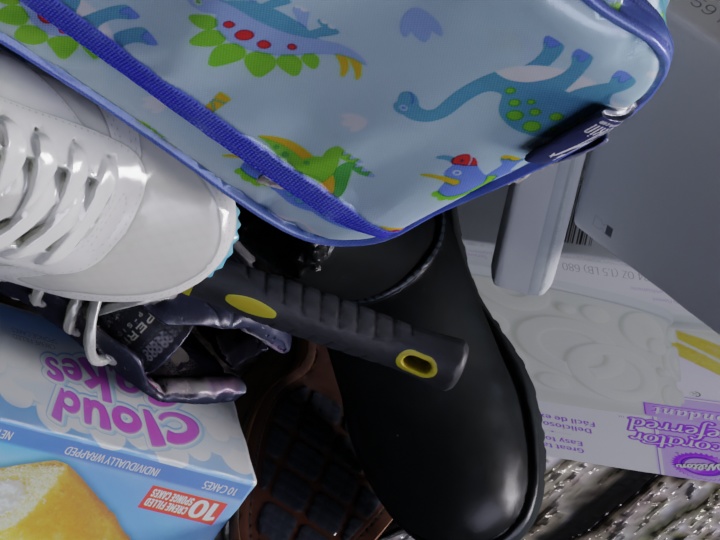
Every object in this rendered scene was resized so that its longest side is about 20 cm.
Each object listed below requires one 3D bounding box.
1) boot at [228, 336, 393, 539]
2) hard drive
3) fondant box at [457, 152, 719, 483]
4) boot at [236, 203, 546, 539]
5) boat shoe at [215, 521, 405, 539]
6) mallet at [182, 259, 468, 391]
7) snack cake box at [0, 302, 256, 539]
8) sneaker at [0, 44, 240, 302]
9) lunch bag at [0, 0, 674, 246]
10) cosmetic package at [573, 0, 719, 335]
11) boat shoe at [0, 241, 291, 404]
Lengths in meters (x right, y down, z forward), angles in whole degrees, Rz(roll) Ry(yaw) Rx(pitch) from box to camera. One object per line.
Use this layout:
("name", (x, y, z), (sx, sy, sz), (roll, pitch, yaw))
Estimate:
("boot", (-0.028, 0.080, 0.971), (0.097, 0.075, 0.200), (-48, -168, 37))
("hard drive", (0.086, -0.103, 0.872), (0.027, 0.132, 0.200), (15, 141, 4))
("fondant box", (0.113, 0.021, 1.044), (0.144, 0.058, 0.200), (8, 153, 16))
("boot", (0.001, 0.000, 0.857), (0.073, 0.199, 0.162), (-18, 162, 12))
("boat shoe", (-0.039, 0.122, 1.114), (0.201, 0.063, 0.074), (-28, 151, -8))
("mallet", (-0.056, -0.009, 0.759), (0.199, 0.041, 0.066), (14, 125, -8))
("snack cake box", (-0.154, 0.071, 0.870), (0.199, 0.067, 0.115), (17, 124, -31))
("sneaker", (-0.117, -0.032, 0.668), (0.199, 0.081, 0.077), (22, 109, -33))
("lunch bag", (-0.022, -0.093, 0.640), (0.160, 0.083, 0.200), (-24, 132, 40))
("cosmetic package", (0.225, -0.048, 0.886), (0.200, 0.199, 0.123), (-31, 148, -35))
("boat shoe", (-0.100, -0.011, 0.834), (0.075, 0.093, 0.200), (-46, 146, 20))
